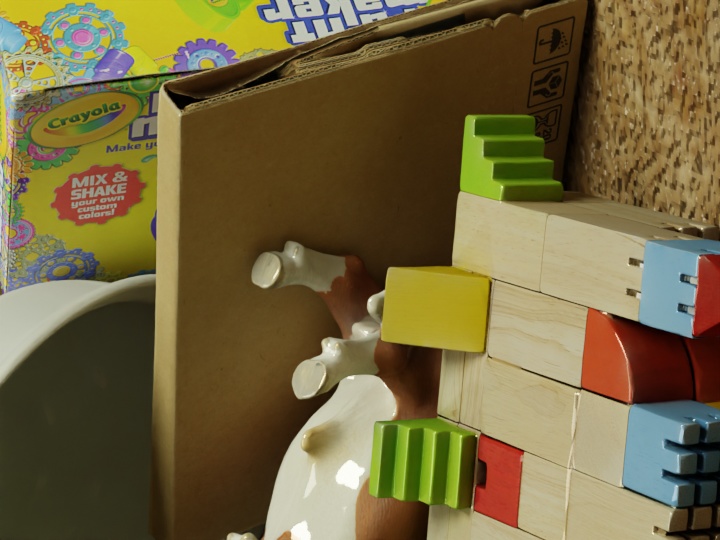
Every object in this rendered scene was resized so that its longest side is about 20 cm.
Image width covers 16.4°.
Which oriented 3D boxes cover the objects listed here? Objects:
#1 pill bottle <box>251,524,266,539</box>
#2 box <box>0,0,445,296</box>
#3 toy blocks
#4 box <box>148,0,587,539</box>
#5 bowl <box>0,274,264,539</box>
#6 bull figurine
[{"bbox_3d":[0.007,0.123,1.008,0.200,0.113,0.114,-134,39,-63],"label":"pill bottle"},{"bbox_3d":[-0.057,-0.112,0.956,0.122,0.199,0.193,103,154,-52],"label":"box"},{"bbox_3d":[0.082,0.060,0.785,0.136,0.099,0.201,18,106,56],"label":"toy blocks"},{"bbox_3d":[0.000,0.000,0.885,0.021,0.163,0.201,47,145,40],"label":"box"},{"bbox_3d":[-0.127,0.086,0.920,0.090,0.201,0.202,20,123,33],"label":"bowl"},{"bbox_3d":[-0.010,0.090,0.854,0.065,0.121,0.201,11,78,42],"label":"bull figurine"}]
